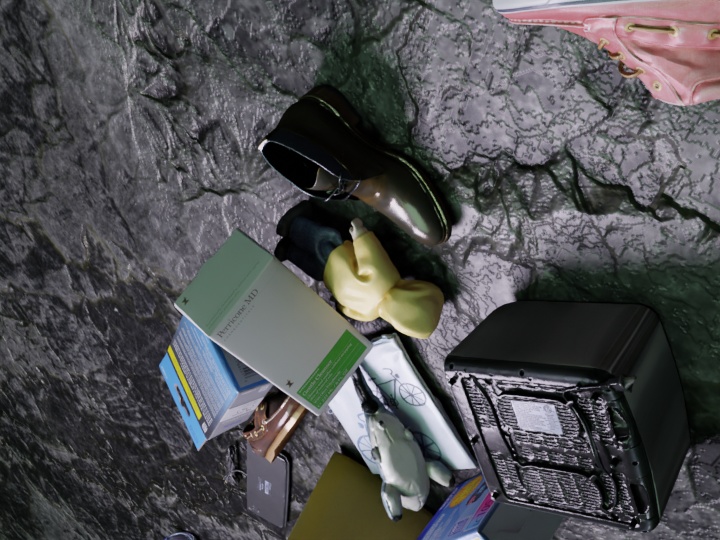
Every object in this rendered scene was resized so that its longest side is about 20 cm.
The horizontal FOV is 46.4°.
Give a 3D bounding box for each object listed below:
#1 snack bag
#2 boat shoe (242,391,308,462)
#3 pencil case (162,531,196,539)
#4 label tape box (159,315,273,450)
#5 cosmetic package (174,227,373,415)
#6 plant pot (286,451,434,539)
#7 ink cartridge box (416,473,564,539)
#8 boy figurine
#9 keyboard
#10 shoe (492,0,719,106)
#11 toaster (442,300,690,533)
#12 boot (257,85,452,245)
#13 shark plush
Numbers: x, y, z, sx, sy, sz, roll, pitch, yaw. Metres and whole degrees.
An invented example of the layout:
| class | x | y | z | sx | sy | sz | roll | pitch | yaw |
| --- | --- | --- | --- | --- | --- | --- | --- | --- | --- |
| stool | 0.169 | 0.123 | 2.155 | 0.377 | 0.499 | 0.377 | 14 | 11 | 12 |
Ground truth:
| class | x | y | z | sx | sy | sz | roll | pitch | yaw |
| --- | --- | --- | --- | --- | --- | --- | --- | --- | --- |
| snack bag | 0.029 | 0.168 | 1.033 | 0.188 | 0.021 | 0.201 | -18 | 109 | 47 |
| boat shoe | -0.118 | 0.203 | 1.154 | 0.070 | 0.070 | 0.200 | 40 | 140 | 6 |
| pencil case | -0.337 | 0.621 | 1.682 | 0.083 | 0.091 | 0.201 | 3 | 124 | 40 |
| label tape box | -0.199 | 0.137 | 1.144 | 0.145 | 0.063 | 0.200 | 61 | 144 | 18 |
| cosmetic package | -0.089 | 0.059 | 0.908 | 0.085 | 0.108 | 0.200 | 34 | 173 | 45 |
| plant pot | 0.009 | 0.402 | 1.121 | 0.175 | 0.200 | 0.201 | 14 | 132 | 18 |
| ink cartridge box | 0.134 | 0.297 | 0.952 | 0.076 | 0.136 | 0.200 | 46 | 140 | 4 |
| boy figurine | 0.000 | 0.000 | 0.886 | 0.199 | 0.064 | 0.125 | 29 | 137 | 19 |
| keyboard | -0.166 | 0.329 | 1.343 | 0.126 | 0.021 | 0.201 | 24 | 135 | 17 |
| shoe | 0.186 | -0.163 | 0.576 | 0.199 | 0.071 | 0.092 | 7 | 121 | 33 |
| toaster | 0.197 | 0.130 | 0.772 | 0.199 | 0.119 | 0.182 | 0 | 122 | 43 |
| boot | -0.007 | -0.079 | 0.799 | 0.200 | 0.097 | 0.075 | 44 | 141 | 4 |
| shark plush | 0.024 | 0.212 | 1.009 | 0.201 | 0.091 | 0.083 | 53 | 170 | -15 |
